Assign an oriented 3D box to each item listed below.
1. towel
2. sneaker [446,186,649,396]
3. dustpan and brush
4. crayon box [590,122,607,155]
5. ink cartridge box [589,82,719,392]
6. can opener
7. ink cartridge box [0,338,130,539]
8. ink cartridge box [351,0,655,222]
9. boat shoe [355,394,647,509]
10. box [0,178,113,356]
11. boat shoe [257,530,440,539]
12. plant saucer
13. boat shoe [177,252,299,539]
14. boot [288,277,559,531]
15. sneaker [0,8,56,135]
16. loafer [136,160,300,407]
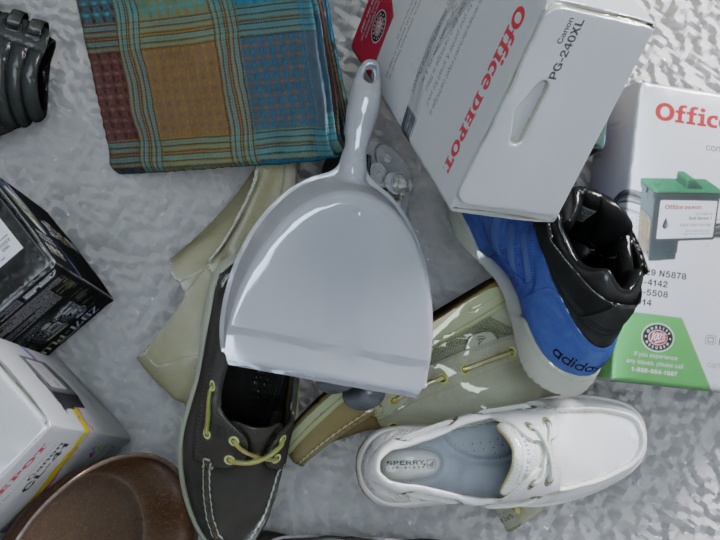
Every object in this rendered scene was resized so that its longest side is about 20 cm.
[{"bbox_3d":[-0.102,-0.140,1.090,0.198,0.022,0.149,-3,105,31],"label":"towel"},{"bbox_3d":[0.125,-0.028,1.075,0.076,0.112,0.201,7,44,-28],"label":"sneaker"},{"bbox_3d":[-0.008,-0.033,1.029,0.138,0.057,0.203,11,95,-13],"label":"dustpan and brush"},{"bbox_3d":[0.143,-0.177,1.111,0.051,0.126,0.203,6,87,-2],"label":"crayon box"},{"bbox_3d":[0.232,-0.020,1.118,0.144,0.084,0.203,6,88,-10],"label":"ink cartridge box"},{"bbox_3d":[0.000,0.000,1.106,0.052,0.066,0.202,31,50,-34],"label":"can opener"},{"bbox_3d":[-0.245,0.126,1.049,0.086,0.200,0.148,45,89,9],"label":"ink cartridge box"},{"bbox_3d":[0.082,-0.146,1.024,0.082,0.201,0.146,7,124,-28],"label":"ink cartridge box"},{"bbox_3d":[0.098,0.123,1.059,0.197,0.069,0.072,-9,85,-8],"label":"boat shoe"},{"bbox_3d":[-0.278,0.040,1.070,0.200,0.164,0.086,-41,80,-2],"label":"box"},{"bbox_3d":[0.007,0.217,1.125,0.197,0.057,0.068,6,87,-1],"label":"boat shoe"},{"bbox_3d":[-0.187,0.208,1.073,0.036,0.200,0.203,21,86,31],"label":"plant saucer"},{"bbox_3d":[-0.077,0.093,1.072,0.071,0.060,0.204,1,100,-23],"label":"boat shoe"},{"bbox_3d":[0.058,0.117,1.126,0.199,0.072,0.156,-33,91,-3],"label":"boot"},{"bbox_3d":[-0.265,-0.185,1.134,0.098,0.071,0.203,-9,93,-3],"label":"sneaker"},{"bbox_3d":[-0.097,-0.003,1.124,0.068,0.076,0.202,21,88,-6],"label":"loafer"}]
